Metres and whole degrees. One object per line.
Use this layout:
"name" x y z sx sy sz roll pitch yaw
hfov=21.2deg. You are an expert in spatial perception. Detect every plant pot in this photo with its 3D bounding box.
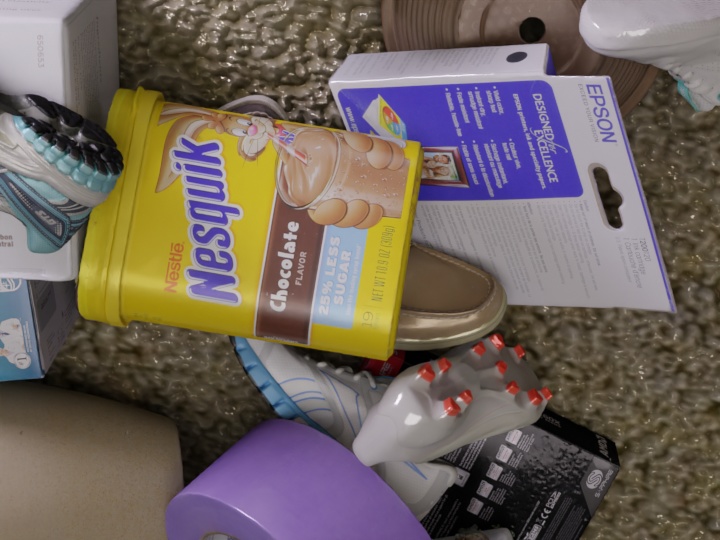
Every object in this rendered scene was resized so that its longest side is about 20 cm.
"plant pot" 0.113 -0.168 1.277 0.199 0.093 0.203 0 107 1
"plant pot" -0.229 0.156 1.361 0.198 0.187 0.189 -3 108 -13

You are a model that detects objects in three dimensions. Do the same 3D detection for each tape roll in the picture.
"tape roll" -0.034 0.205 1.303 0.085 0.199 0.201 -41 106 -30

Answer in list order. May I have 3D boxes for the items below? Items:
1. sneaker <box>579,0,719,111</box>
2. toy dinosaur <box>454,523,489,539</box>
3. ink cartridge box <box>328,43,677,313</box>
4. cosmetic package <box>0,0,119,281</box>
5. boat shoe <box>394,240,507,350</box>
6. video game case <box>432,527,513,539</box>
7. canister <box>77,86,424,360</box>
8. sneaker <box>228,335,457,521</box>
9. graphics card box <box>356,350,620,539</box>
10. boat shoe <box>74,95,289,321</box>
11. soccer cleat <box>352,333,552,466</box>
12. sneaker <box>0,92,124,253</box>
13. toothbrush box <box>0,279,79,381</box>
"sneaker" 0.218 -0.143 1.249 0.199 0.075 0.089 -12 127 -36
"toy dinosaur" 0.064 0.259 1.363 0.088 0.047 0.201 45 126 15
"ink cartridge box" 0.100 -0.058 1.263 0.198 0.044 0.199 3 133 29
"cosmetic package" -0.251 -0.100 1.254 0.166 0.200 0.168 0 107 2
"boat shoe" 0.000 0.000 1.289 0.198 0.072 0.065 12 140 15
"video game case" 0.048 0.284 1.421 0.199 0.023 0.183 -13 110 25
"canister" -0.067 -0.027 1.222 0.198 0.087 0.150 9 82 2
"sneaker" -0.010 0.090 1.332 0.087 0.075 0.200 -41 92 3
"graphics card box" 0.074 0.142 1.396 0.199 0.051 0.126 25 106 -4
"boat shoe" -0.125 -0.040 1.342 0.200 0.060 0.072 -42 101 13
"soccer cleat" 0.061 0.089 1.294 0.077 0.200 0.070 -40 73 25
"sneaker" -0.243 -0.076 1.118 0.199 0.078 0.087 30 109 -7
"toothbrush box" -0.305 0.021 1.323 0.198 0.147 0.086 -6 106 5
